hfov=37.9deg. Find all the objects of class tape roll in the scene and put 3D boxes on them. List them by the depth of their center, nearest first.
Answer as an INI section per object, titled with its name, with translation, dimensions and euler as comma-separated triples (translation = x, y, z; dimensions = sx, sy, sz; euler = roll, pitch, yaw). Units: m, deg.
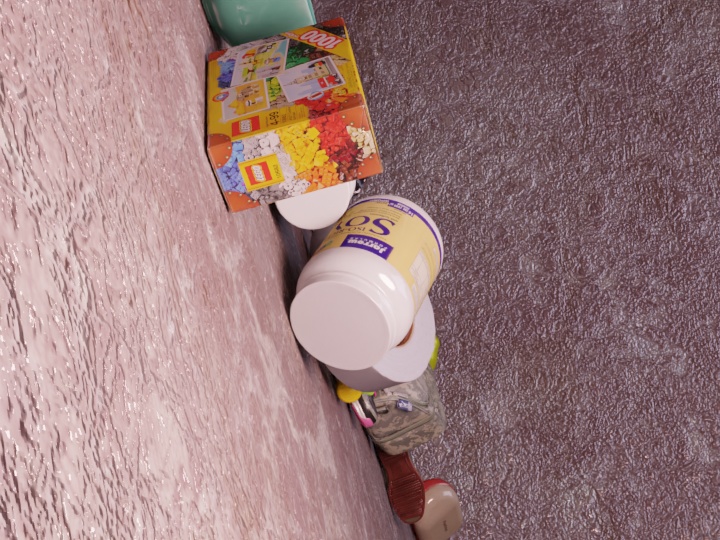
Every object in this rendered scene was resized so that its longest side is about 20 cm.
[tape roll]
translation = 0.017, 0.062, 1.434
dimensions = 0.200, 0.066, 0.200
euler = 25, 55, -41

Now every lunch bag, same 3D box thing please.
[lunch bag]
translation = 0.053, 0.205, 1.864
dimensions = 0.168, 0.139, 0.200
euler = 50, 19, -43

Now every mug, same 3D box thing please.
[mug]
translation = -0.125, -0.335, 1.178
dimensions = 0.185, 0.114, 0.152
euler = 71, 6, -54

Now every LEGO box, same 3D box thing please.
[LEGO box]
translation = -0.069, -0.157, 1.026
dimensions = 0.200, 0.149, 0.077
euler = -102, 176, -53

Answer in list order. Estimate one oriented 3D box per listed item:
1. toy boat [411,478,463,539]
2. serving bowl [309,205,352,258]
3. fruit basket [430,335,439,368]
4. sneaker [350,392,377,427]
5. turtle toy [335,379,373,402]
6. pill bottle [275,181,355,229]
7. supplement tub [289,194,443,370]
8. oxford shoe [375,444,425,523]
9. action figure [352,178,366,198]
[toy boat]
translation = 0.159, 0.561, 2.499
dimensions = 0.131, 0.130, 0.200
euler = 40, -21, 36
[serving bowl]
translation = 0.000, 0.000, 1.605
dimensions = 0.066, 0.200, 0.200
euler = -49, 136, -39
[fruit basket]
translation = 0.106, 0.231, 2.453
dimensions = 0.216, 0.155, 0.216
euler = 0, 90, -82
[sneaker]
translation = 0.014, 0.157, 1.692
dimensions = 0.074, 0.087, 0.200
euler = 73, 4, -49
[turtle toy]
translation = -0.003, 0.093, 1.549
dimensions = 0.146, 0.101, 0.200
euler = -95, 170, -74
[pill bottle]
translation = -0.064, -0.131, 1.369
dimensions = 0.200, 0.113, 0.113
euler = -96, 171, -69
[supplement tub]
translation = 0.008, 0.013, 1.263
dimensions = 0.200, 0.145, 0.146
euler = -58, 138, -53
[oxford shoe]
translation = 0.077, 0.387, 2.010
dimensions = 0.075, 0.070, 0.200
euler = -116, -168, -76
[action figure]
translation = -0.071, -0.161, 1.593
dimensions = 0.200, 0.102, 0.119
euler = 20, -42, 61
